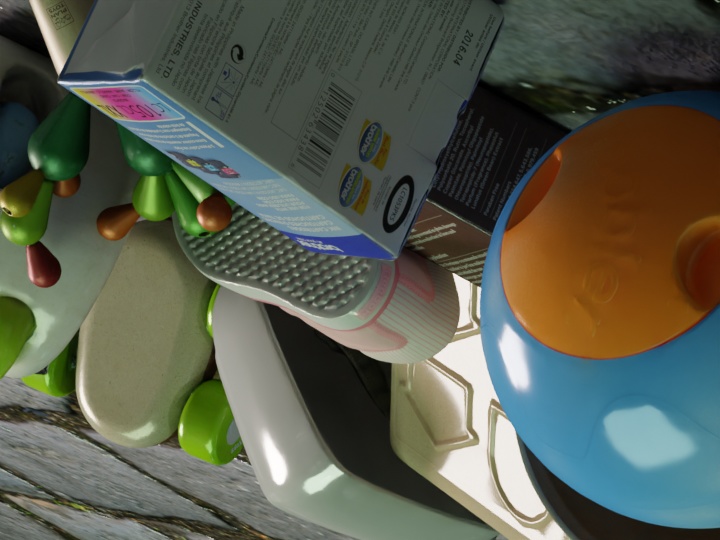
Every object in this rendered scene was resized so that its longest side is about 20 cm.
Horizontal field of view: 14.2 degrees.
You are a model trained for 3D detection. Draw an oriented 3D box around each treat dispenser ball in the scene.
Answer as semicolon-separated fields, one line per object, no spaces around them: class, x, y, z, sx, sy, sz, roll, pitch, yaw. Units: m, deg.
treat dispenser ball;0.155;0.018;1.336;0.200;0.202;0.201;22;165;6

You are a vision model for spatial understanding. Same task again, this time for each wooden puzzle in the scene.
wooden puzzle;0.083;0.060;1.657;0.185;0.046;0.201;34;135;48

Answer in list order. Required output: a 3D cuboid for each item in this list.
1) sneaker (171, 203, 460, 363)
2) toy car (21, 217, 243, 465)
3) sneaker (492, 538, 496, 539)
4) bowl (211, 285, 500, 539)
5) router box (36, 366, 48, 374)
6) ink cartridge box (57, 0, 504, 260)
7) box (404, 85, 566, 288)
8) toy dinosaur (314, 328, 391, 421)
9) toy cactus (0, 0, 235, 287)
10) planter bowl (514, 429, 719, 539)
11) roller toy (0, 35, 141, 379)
sneaker;-0.021;-0.004;1.619;0.104;0.076;0.200;27;-177;-42
toy car;-0.109;0.036;2.004;0.164;0.158;0.200;21;-166;24
sneaker;0.098;0.124;2.040;0.075;0.115;0.200;28;130;-18
bowl;-0.011;0.094;1.845;0.200;0.075;0.200;23;-145;-45
router box;-0.286;-0.023;1.883;0.199;0.151;0.062;8;164;13
ink cartridge box;-0.023;-0.095;1.337;0.200;0.137;0.076;34;164;-33
box;0.016;-0.067;1.504;0.199;0.075;0.100;27;165;-17
toy dinosaur;-0.003;0.031;1.815;0.200;0.047;0.088;53;-155;-3
toy cactus;-0.131;-0.081;1.578;0.199;0.102;0.165;-22;108;28
planter bowl;0.186;0.065;1.506;0.199;0.201;0.135;20;-177;11
roller toy;-0.221;-0.042;1.728;0.139;0.183;0.200;26;-171;-16
